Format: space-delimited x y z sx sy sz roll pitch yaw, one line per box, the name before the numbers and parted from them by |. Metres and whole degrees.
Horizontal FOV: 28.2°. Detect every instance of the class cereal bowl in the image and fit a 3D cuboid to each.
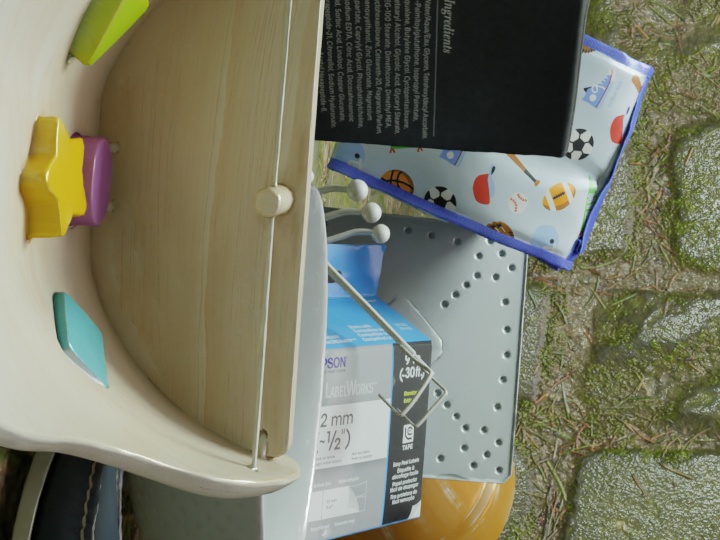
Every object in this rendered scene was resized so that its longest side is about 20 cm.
cereal bowl | -0.067 0.055 0.668 0.200 0.082 0.203 5 90 -85

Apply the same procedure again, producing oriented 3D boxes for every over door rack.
over door rack | 0.000 0.000 0.929 0.201 0.066 0.148 57 1 12

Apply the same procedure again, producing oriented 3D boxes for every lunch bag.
lunch bag | 0.100 -0.112 1.076 0.124 0.198 0.172 -20 132 -80

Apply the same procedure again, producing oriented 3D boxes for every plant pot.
plant pot | 0.019 0.152 1.246 0.184 0.197 0.202 60 31 -51

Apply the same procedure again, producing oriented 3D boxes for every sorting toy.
sorting toy | -0.080 -0.027 0.433 0.180 0.105 0.203 -11 106 -77

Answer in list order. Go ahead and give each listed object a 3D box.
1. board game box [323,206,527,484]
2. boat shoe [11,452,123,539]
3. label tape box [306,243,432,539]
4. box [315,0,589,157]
board game box | 0.028 0.059 1.131 0.026 0.197 0.203 154 -59 -80
boat shoe | -0.098 0.147 0.516 0.075 0.061 0.203 69 25 -74
label tape box | -0.014 0.084 1.029 0.142 0.066 0.203 -1 98 -51
box | 0.008 -0.149 0.683 0.108 0.197 0.150 87 9 -52
